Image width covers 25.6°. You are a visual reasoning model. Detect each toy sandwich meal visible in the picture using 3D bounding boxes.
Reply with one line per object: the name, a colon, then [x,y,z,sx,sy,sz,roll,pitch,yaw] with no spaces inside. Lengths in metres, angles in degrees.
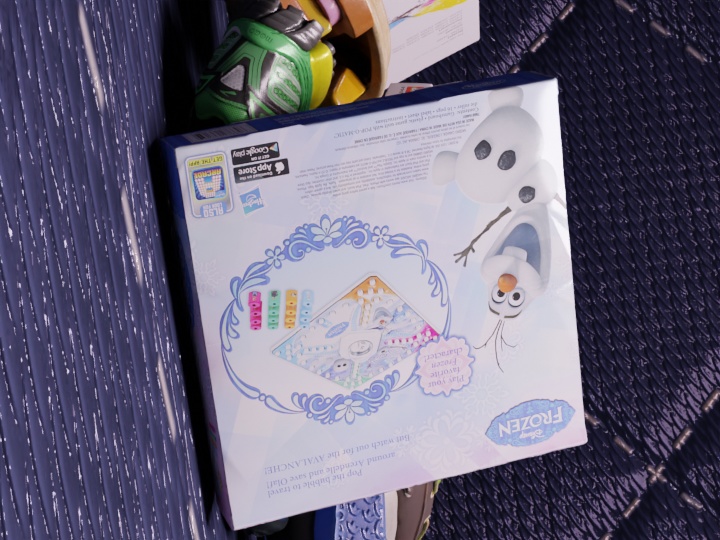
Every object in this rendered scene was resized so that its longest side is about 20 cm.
toy sandwich meal: [-0.056,-0.163,0.935,0.205,0.070,0.205,46,-19,21]

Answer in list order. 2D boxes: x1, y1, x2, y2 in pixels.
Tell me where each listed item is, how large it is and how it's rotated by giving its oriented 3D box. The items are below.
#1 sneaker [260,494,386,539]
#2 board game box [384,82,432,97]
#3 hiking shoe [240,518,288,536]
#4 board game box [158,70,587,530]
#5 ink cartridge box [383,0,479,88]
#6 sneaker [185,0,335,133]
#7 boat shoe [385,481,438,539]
sneaker: [-0.024,0.099,0.930,0.070,0.078,0.201,39,48,-41]
board game box: [0.038,-0.008,1.044,0.200,0.034,0.127,69,35,-46]
hiking shoe: [-0.021,0.050,0.860,0.074,0.086,0.201,23,80,-75]
board game box: [0.011,0.013,0.810,0.043,0.199,0.200,-143,-136,-68]
ink cartridge box: [0.001,-0.259,1.290,0.147,0.146,0.200,59,-7,22]
sneaker: [-0.067,-0.067,0.885,0.085,0.078,0.200,-55,165,-23]
boat shoe: [0.018,0.168,1.117,0.072,0.059,0.200,48,-24,24]
